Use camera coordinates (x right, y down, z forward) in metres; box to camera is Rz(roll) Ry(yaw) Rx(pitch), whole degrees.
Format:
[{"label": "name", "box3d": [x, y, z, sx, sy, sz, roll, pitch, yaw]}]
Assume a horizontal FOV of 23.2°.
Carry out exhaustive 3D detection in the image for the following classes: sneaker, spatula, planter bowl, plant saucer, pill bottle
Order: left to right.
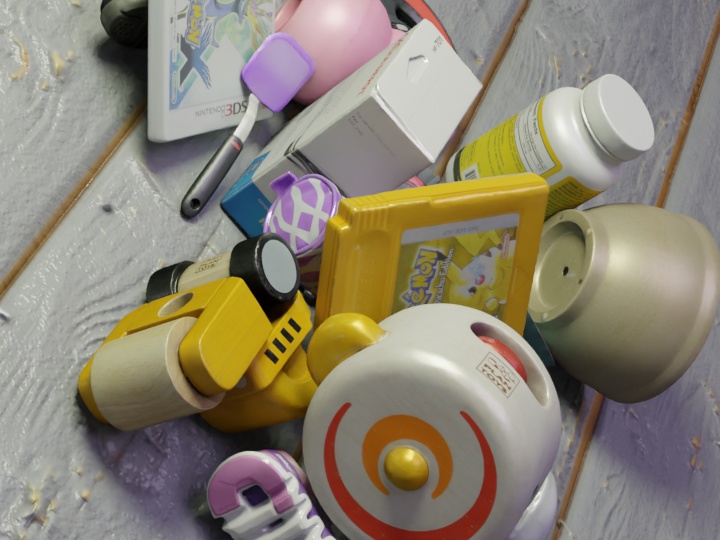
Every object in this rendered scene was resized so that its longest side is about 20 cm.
[{"label": "sneaker", "box3d": [-0.178, -0.261, 1.542, 0.115, 0.076, 0.199, 59, 33, 3]}, {"label": "spatula", "box3d": [-0.103, -0.125, 1.528, 0.057, 0.021, 0.200, 46, 57, -28]}, {"label": "sneaker", "box3d": [-0.042, 0.219, 1.375, 0.201, 0.080, 0.088, 60, 12, -7]}, {"label": "plant saucer", "box3d": [0.124, 0.010, 1.670, 0.201, 0.027, 0.200, 60, 0, -1]}, {"label": "pill bottle", "box3d": [0.190, -0.112, 1.759, 0.112, 0.200, 0.113, 28, 47, -35]}, {"label": "planter bowl", "box3d": [0.241, 0.016, 1.744, 0.134, 0.200, 0.201, 23, 49, -29]}]

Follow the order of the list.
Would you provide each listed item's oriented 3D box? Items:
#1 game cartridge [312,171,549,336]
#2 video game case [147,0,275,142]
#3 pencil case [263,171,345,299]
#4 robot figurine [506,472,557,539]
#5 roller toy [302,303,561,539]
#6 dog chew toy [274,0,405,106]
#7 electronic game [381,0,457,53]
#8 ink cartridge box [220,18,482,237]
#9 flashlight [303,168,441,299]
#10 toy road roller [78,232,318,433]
[{"label": "game cartridge", "box3d": [0.056, 0.014, 1.440, 0.199, 0.177, 0.032, -11, 32, -31]}, {"label": "video game case", "box3d": [-0.125, -0.220, 1.511, 0.182, 0.022, 0.201, -23, 118, -60]}, {"label": "pencil case", "box3d": [0.000, 0.000, 1.473, 0.200, 0.084, 0.086, 45, 24, -44]}, {"label": "robot figurine", "box3d": [0.092, 0.178, 1.519, 0.200, 0.113, 0.170, 45, 6, -17]}, {"label": "roller toy", "box3d": [0.054, 0.126, 1.348, 0.140, 0.182, 0.201, -41, 131, -63]}, {"label": "dog chew toy", "box3d": [0.008, -0.184, 1.652, 0.200, 0.124, 0.125, 36, 42, -19]}, {"label": "electronic game", "box3d": [0.036, -0.223, 1.789, 0.200, 0.042, 0.201, 28, 47, -34]}, {"label": "ink cartridge box", "box3d": [-0.007, -0.111, 1.529, 0.086, 0.200, 0.147, 49, 38, -13]}, {"label": "flashlight", "box3d": [0.011, -0.037, 1.612, 0.068, 0.068, 0.200, 50, 36, -9]}, {"label": "toy road roller", "box3d": [-0.106, 0.076, 1.358, 0.146, 0.123, 0.200, 60, 35, -18]}]
